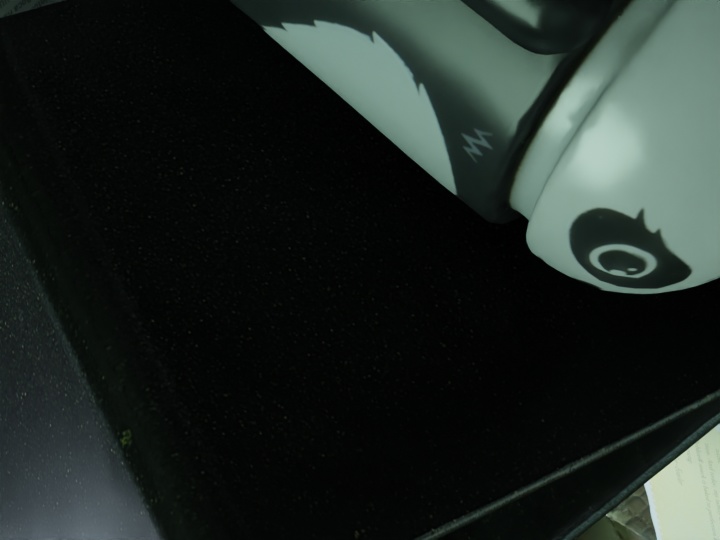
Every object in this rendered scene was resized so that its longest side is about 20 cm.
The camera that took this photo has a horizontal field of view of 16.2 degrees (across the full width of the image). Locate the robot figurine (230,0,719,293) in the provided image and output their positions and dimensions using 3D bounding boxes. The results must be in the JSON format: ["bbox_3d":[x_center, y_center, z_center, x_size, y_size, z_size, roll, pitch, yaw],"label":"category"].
[{"bbox_3d":[0.038,-0.083,0.624,0.200,0.150,0.125,41,141,12],"label":"robot figurine"}]

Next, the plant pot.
[{"bbox_3d":[-0.041,0.025,0.712,0.178,0.199,0.200,58,142,13],"label":"plant pot"}]

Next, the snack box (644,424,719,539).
[{"bbox_3d":[0.140,0.065,0.784,0.116,0.037,0.201,26,147,37],"label":"snack box"}]

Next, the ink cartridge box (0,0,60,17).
[{"bbox_3d":[-0.112,-0.091,0.816,0.084,0.146,0.201,29,149,29],"label":"ink cartridge box"}]

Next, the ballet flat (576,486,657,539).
[{"bbox_3d":[0.093,0.115,0.915,0.067,0.046,0.201,26,148,34],"label":"ballet flat"}]
